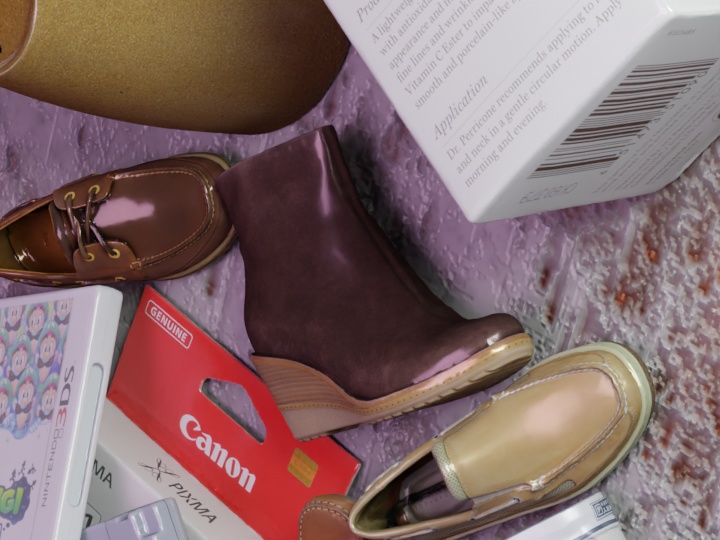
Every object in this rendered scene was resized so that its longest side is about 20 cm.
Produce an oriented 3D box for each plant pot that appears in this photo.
[{"bbox_3d":[-0.136,-0.158,1.621,0.186,0.200,0.187,10,104,42],"label":"plant pot"}]

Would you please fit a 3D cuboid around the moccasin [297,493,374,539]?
[{"bbox_3d":[-0.015,0.227,1.653,0.074,0.078,0.202,10,104,37],"label":"moccasin"}]

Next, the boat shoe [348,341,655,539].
[{"bbox_3d":[0.071,0.102,1.556,0.200,0.076,0.072,-39,71,39],"label":"boat shoe"}]

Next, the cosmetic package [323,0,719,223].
[{"bbox_3d":[0.098,-0.155,1.429,0.165,0.165,0.200,-45,67,37],"label":"cosmetic package"}]

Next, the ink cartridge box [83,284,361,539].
[{"bbox_3d":[-0.106,0.135,1.747,0.200,0.045,0.176,38,122,31],"label":"ink cartridge box"}]

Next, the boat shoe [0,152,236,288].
[{"bbox_3d":[-0.152,-0.023,1.746,0.200,0.068,0.072,-13,88,43],"label":"boat shoe"}]

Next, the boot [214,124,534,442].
[{"bbox_3d":[0.000,0.000,1.607,0.200,0.072,0.167,-18,87,46],"label":"boot"}]

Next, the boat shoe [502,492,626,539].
[{"bbox_3d":[0.063,0.200,1.563,0.202,0.075,0.086,-29,84,14],"label":"boat shoe"}]

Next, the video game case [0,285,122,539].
[{"bbox_3d":[-0.224,0.105,1.803,0.200,0.024,0.182,-8,69,51],"label":"video game case"}]

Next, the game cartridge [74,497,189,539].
[{"bbox_3d":[-0.155,0.221,1.757,0.200,0.040,0.133,-22,82,47],"label":"game cartridge"}]
